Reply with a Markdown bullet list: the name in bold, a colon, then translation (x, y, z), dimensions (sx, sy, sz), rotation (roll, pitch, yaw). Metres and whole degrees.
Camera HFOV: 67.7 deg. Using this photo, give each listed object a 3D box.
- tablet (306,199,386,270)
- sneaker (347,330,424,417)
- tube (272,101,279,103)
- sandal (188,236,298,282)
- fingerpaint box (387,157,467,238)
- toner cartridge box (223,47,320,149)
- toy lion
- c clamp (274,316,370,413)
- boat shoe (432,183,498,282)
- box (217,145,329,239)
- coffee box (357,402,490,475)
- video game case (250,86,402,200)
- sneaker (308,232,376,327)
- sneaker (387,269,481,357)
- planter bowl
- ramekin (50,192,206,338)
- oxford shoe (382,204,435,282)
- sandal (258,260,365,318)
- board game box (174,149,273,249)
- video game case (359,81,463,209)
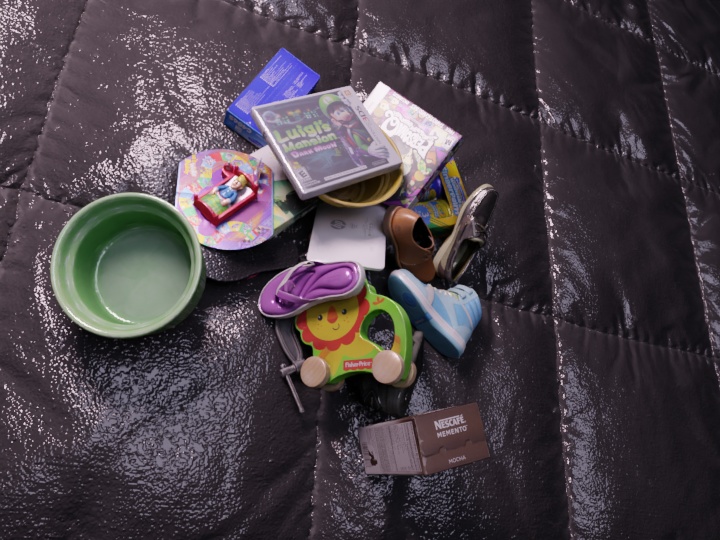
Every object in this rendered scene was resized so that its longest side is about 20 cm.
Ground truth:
- **tablet**: translation (-0.019, -0.074, 0.947), dimensions (0.129, 0.014, 0.201), rotation (6, 41, -1)
- **sneaker**: translation (0.046, 0.161, 0.916), dimensions (0.113, 0.077, 0.200), rotation (8, 32, 21)
- **tube**: translation (-0.089, -0.282, 1.015), dimensions (0.199, 0.050, 0.078), rotation (-13, 69, -52)
- **sandal**: translation (-0.195, -0.016, 0.899), dimensions (0.199, 0.045, 0.076), rotation (-6, 78, -42)
- **fingerpaint box**: translation (0.119, -0.167, 1.078), dimensions (0.166, 0.073, 0.201), rotation (-9, 75, -27)
- **toner cartridge box**: translation (-0.166, -0.328, 1.024), dimensions (0.095, 0.043, 0.201), rotation (34, 60, -8)
- **toy lion**: translation (-0.015, 0.087, 0.840), dimensions (0.069, 0.199, 0.193), rotation (32, 55, -57)
- **c clamp**: translation (-0.060, 0.121, 0.917), dimensions (0.199, 0.027, 0.171), rotation (-24, 77, -29)
- **boat shoe**: translation (0.213, -0.066, 1.030), dimensions (0.072, 0.066, 0.202), rotation (23, 103, -38)
- **box**: translation (-0.135, -0.162, 0.966), dimensions (0.144, 0.036, 0.200), rotation (45, 59, 8)
- **coffee box**: translation (0.090, 0.263, 0.827), dimensions (0.112, 0.200, 0.080), rotation (-4, 73, -26)
- **video game case**: translation (-0.054, -0.219, 0.893), dimensions (0.199, 0.023, 0.182), rotation (-23, 71, -28)
- **sneaker**: translation (0.000, 0.000, 0.948), dimensions (0.108, 0.070, 0.201), rotation (-20, 66, -30)
- **sneaker**: translation (0.146, 0.051, 1.007), dimensions (0.200, 0.079, 0.131), rotation (50, 60, -11)
- **planter bowl**: translation (-0.031, -0.174, 0.940), dimensions (0.199, 0.084, 0.202), rotation (8, 60, -14)
- **ramekin**: translation (-0.318, 0.000, 0.767), dimensions (0.198, 0.098, 0.202), rotation (1, 79, -4)
- **oxford shoe**: translation (0.105, -0.035, 0.971), dimensions (0.072, 0.071, 0.200), rotation (-59, 143, -20)
- **sandal**: translation (-0.088, 0.019, 0.851), dimensions (0.050, 0.202, 0.083), rotation (34, 44, -54)
- **board game box**: translation (-0.218, -0.130, 0.874), dimensions (0.157, 0.039, 0.201), rotation (4, 60, -16)
- **video game case**: translation (0.059, -0.227, 1.005), dimensions (0.200, 0.036, 0.182), rotation (39, 92, 16)
